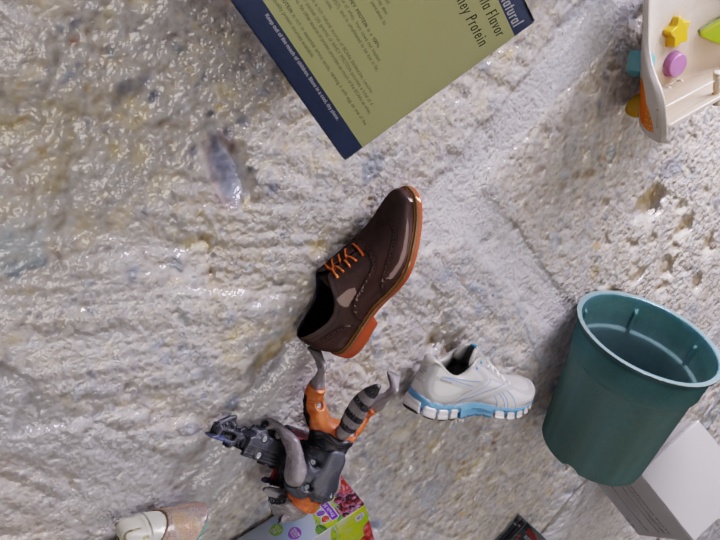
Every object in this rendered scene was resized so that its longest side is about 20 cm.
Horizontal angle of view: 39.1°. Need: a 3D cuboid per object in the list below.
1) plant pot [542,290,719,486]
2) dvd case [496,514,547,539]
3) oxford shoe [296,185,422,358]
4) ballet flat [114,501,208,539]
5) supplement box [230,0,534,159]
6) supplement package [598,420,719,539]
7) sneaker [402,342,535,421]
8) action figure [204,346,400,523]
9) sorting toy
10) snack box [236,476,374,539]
[{"bbox_3d":[0.342,0.163,1.340,0.199,0.200,0.197,-4,127,-36],"label":"plant pot"},{"bbox_3d":[0.207,0.473,1.529,0.200,0.022,0.146,-47,134,-3],"label":"dvd case"},{"bbox_3d":[0.000,0.000,1.052,0.072,0.071,0.201,16,106,-37],"label":"oxford shoe"},{"bbox_3d":[-0.247,0.299,1.048,0.200,0.068,0.067,-40,126,-13],"label":"ballet flat"},{"bbox_3d":[0.000,-0.244,0.829,0.199,0.135,0.200,-36,134,4],"label":"supplement box"},{"bbox_3d":[0.447,0.306,1.474,0.121,0.120,0.200,-37,175,-13],"label":"supplement package"},{"bbox_3d":[0.147,0.133,1.244,0.199,0.075,0.087,2,109,-38],"label":"sneaker"},{"bbox_3d":[-0.059,0.185,1.096,0.199,0.104,0.195,17,100,-41],"label":"action figure"},{"bbox_3d":[0.375,-0.275,1.157,0.199,0.107,0.181,-28,123,-21],"label":"sorting toy"},{"bbox_3d":[-0.076,0.367,1.216,0.199,0.068,0.170,-29,131,-18],"label":"snack box"}]
